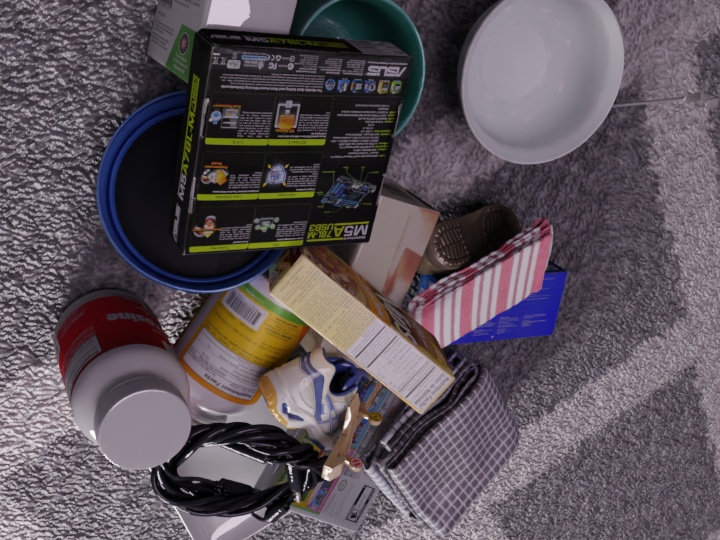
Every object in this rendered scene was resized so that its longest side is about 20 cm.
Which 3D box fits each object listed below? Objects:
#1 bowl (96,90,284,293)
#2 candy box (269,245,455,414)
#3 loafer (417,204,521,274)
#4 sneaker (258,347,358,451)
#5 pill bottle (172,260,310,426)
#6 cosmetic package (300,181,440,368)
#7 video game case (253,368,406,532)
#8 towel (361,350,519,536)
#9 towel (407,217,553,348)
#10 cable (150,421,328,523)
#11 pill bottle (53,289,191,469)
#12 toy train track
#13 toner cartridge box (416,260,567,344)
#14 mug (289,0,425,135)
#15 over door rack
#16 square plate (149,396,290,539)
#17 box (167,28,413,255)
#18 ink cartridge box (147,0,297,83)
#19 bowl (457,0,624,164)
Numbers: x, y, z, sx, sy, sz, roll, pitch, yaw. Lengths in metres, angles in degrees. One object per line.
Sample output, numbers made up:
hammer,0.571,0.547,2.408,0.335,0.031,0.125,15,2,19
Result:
bowl,-0.158,-0.077,0.891,0.200,0.039,0.201,1,85,-13
candy box,-0.001,0.048,0.911,0.200,0.115,0.055,39,100,-15
loafer,0.127,-0.035,1.080,0.200,0.068,0.076,-7,85,-48
sneaker,-0.031,0.142,0.988,0.088,0.075,0.200,-33,155,6
pill bottle,-0.140,0.086,0.979,0.111,0.111,0.200,29,104,-34
cosmetic package,0.000,0.000,1.021,0.087,0.103,0.200,14,107,-30
video game case,-0.021,0.220,1.132,0.182,0.022,0.200,32,87,-40
towel,0.113,0.230,1.170,0.200,0.086,0.166,-46,132,-16
towel,0.139,0.026,1.063,0.200,0.030,0.146,-29,153,-11
cable,-0.130,0.221,0.978,0.163,0.051,0.200,-31,133,27
pill bottle,-0.235,0.106,0.889,0.112,0.200,0.112,-11,117,-22
toy train track,0.014,0.158,1.006,0.200,0.032,0.115,-56,163,-45
toner cartridge box,0.167,0.041,1.159,0.200,0.043,0.095,-2,113,-26
mug,-0.036,-0.188,0.899,0.152,0.114,0.185,34,88,-35
over door rack,0.333,-0.267,1.078,0.200,0.067,0.148,-3,116,-3
square plate,-0.142,0.237,1.102,0.200,0.028,0.198,-28,123,-13
box,-0.063,-0.111,0.807,0.200,0.048,0.193,-6,125,-32
ink cartridge box,-0.116,-0.271,0.810,0.084,0.145,0.200,7,109,-31
bowl,0.187,-0.229,1.011,0.201,0.090,0.201,-8,117,-17
